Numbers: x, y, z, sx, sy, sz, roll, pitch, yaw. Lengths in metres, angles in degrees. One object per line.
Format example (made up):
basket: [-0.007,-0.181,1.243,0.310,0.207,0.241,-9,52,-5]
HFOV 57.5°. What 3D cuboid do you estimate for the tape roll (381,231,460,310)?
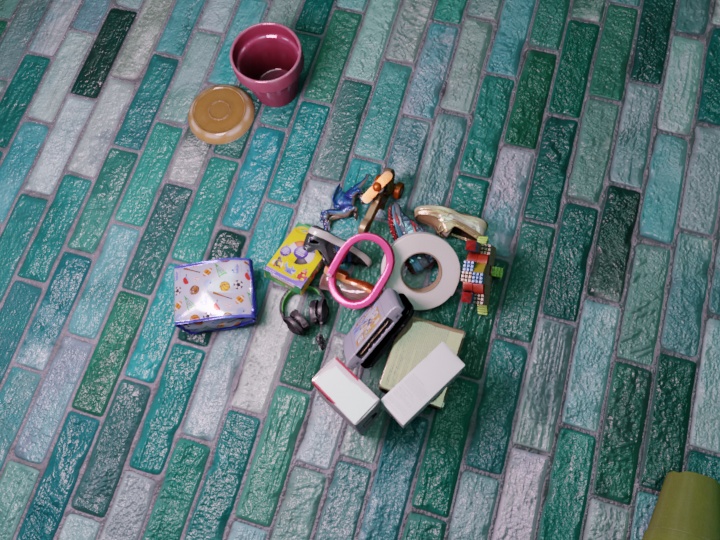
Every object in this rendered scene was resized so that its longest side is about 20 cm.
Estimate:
tape roll: [0.153,0.002,1.669,0.202,0.037,0.203,0,102,-1]

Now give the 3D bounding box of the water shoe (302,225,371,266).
water shoe: [-0.063,-0.045,1.702,0.200,0.071,0.079,29,93,-27]

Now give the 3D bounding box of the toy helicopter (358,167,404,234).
toy helicopter: [0.044,-0.183,1.738,0.079,0.132,0.200,22,76,13]

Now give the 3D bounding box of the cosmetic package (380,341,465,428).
cosmetic package: [0.144,0.266,1.516,0.200,0.113,0.081,-43,75,-11]

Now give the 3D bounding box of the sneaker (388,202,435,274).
sneaker: [0.138,-0.093,1.739,0.095,0.079,0.200,-20,81,-9]

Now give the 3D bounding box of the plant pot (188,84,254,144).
plant pot: [-0.410,-0.464,1.919,0.199,0.027,0.201,-1,72,4]

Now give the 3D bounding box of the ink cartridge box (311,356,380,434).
ink cartridge box: [-0.029,0.299,1.546,0.148,0.200,0.086,42,78,15]

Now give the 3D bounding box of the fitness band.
fitness band: [0.000,0.000,1.641,0.143,0.037,0.200,32,102,8]

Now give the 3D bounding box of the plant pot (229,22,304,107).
plant pot: [-0.253,-0.566,1.861,0.199,0.179,0.201,-1,72,3]

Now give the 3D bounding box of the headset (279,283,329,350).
headset: [-0.135,0.115,1.671,0.123,0.094,0.200,-27,61,-5]

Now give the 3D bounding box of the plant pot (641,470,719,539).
plant pot: [0.720,0.550,1.431,0.200,0.200,0.190,19,63,10]

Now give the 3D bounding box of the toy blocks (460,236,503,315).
toy blocks: [0.291,0.008,1.631,0.100,0.137,0.201,7,89,23]

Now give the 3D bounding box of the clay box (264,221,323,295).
clay box: [-0.153,-0.043,1.730,0.115,0.048,0.200,26,62,11]

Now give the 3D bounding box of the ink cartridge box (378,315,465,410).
ink cartridge box: [0.152,0.225,1.624,0.164,0.075,0.200,18,73,8]

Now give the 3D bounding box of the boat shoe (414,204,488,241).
boat shoe: [0.235,-0.120,1.734,0.199,0.074,0.067,14,68,8]

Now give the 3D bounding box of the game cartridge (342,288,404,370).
game cartridge: [0.027,0.139,1.614,0.041,0.133,0.200,34,103,-21]

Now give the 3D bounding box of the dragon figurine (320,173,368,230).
dragon figurine: [-0.044,-0.196,1.786,0.099,0.059,0.200,16,75,9]

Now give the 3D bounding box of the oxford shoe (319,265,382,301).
oxford shoe: [-0.014,0.059,1.706,0.200,0.071,0.073,27,100,12]

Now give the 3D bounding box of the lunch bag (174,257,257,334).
lunch bag: [-0.366,0.064,1.691,0.199,0.124,0.171,-11,70,8]

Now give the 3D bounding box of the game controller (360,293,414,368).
game controller: [0.058,0.149,1.624,0.200,0.042,0.104,-53,33,10]
